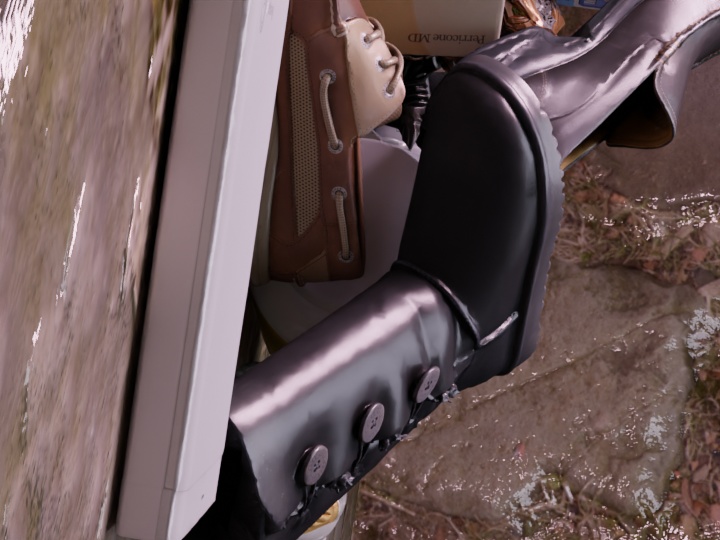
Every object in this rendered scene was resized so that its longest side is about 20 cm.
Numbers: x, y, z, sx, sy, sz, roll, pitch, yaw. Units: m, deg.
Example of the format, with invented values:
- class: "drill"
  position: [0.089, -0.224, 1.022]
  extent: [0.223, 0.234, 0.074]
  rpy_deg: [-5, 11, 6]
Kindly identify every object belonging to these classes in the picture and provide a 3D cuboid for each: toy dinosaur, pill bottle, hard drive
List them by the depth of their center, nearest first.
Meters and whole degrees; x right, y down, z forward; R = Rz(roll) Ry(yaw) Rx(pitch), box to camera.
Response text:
- class: "hard drive"
  position: [-0.057, -0.008, 0.936]
  extent: [0.132, 0.026, 0.202]
  rpy_deg: [-37, 136, -86]
- class: "pill bottle"
  position: [0.000, 0.000, 1.258]
  extent: [0.200, 0.111, 0.113]
  rpy_deg: [87, 12, -78]
- class: "toy dinosaur"
  position: [0.034, -0.136, 1.290]
  extent: [0.136, 0.102, 0.200]
  rpy_deg: [-60, -162, 14]

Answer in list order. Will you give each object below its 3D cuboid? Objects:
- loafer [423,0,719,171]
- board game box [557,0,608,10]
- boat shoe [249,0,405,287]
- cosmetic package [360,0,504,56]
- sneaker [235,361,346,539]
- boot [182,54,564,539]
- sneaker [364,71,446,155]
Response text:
- class: "loafer"
  position: [0.124, -0.085, 1.191]
  extent: [0.072, 0.199, 0.073]
  rpy_deg: [52, -29, 19]
- class: "board game box"
  position: [0.079, -0.207, 1.406]
  extent: [0.200, 0.194, 0.056]
  rpy_deg: [87, 11, -80]
- class: "boat shoe"
  position: [-0.014, -0.086, 1.104]
  extent: [0.076, 0.071, 0.201]
  rpy_deg: [-76, 174, -65]
- class: "cosmetic package"
  position: [0.021, -0.197, 1.125]
  extent: [0.071, 0.104, 0.201]
  rpy_deg: [-94, -174, -51]
- class: "sneaker"
  position: [-0.048, 0.108, 1.203]
  extent: [0.200, 0.075, 0.088]
  rpy_deg: [-63, 178, -75]
- class: "boot"
  position: [0.000, 0.020, 1.074]
  extent: [0.199, 0.065, 0.166]
  rpy_deg: [-32, 132, -35]
- class: "sneaker"
  position: [0.027, -0.052, 1.464]
  extent: [0.200, 0.075, 0.116]
  rpy_deg: [-128, -134, -54]
